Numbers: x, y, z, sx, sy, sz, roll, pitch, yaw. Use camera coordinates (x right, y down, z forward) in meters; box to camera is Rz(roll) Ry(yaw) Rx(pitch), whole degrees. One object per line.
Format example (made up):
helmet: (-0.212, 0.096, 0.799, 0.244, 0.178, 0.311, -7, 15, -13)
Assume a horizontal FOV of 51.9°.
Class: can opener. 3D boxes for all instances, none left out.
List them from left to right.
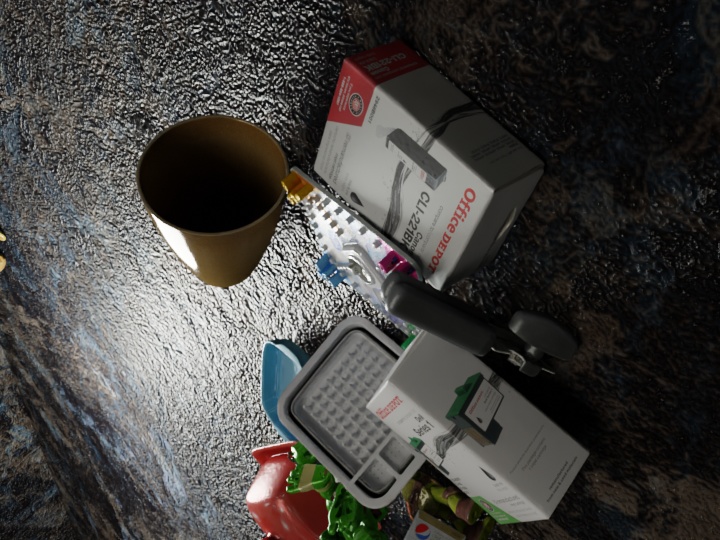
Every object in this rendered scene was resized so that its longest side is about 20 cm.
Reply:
can opener: (0.113, 0.047, 0.711, 0.067, 0.198, 0.053, -63, 18, 18)

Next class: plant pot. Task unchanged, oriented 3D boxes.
plant pot: (-0.186, -0.068, 0.985, 0.186, 0.186, 0.201, 45, 155, 21)

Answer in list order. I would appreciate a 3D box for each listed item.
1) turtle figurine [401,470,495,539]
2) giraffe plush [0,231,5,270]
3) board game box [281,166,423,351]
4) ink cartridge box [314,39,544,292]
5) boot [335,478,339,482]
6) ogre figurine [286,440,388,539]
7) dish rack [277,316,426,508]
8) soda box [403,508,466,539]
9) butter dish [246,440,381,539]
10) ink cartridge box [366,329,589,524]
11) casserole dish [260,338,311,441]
turtle figurine: (0.089, 0.279, 0.948, 0.160, 0.064, 0.202, 18, 125, 43)
giraffe plush: (-1.057, -0.074, 2.042, 0.162, 0.171, 0.202, -43, 44, 42)
board game box: (0.000, 0.000, 0.836, 0.200, 0.026, 0.201, 40, 162, 30)
ink cartridge box: (0.059, -0.101, 0.724, 0.200, 0.083, 0.145, 45, 141, 20)
boot: (0.003, 0.261, 1.013, 0.090, 0.072, 0.202, -139, 35, -62)
ogre figurine: (-0.018, 0.311, 0.955, 0.199, 0.098, 0.120, 10, 144, 44)
dish rack: (0.010, 0.173, 0.920, 0.199, 0.172, 0.044, 38, 175, 27)
soda box: (0.084, 0.379, 0.962, 0.068, 0.064, 0.201, 25, 151, 14)
butter dish: (-0.102, 0.380, 1.146, 0.200, 0.148, 0.199, 48, 144, -11)
ink cartridge box: (0.111, 0.162, 0.767, 0.199, 0.084, 0.146, 39, 159, 7)
casserole dish: (-0.102, 0.186, 1.138, 0.121, 0.039, 0.202, 36, 137, 30)
